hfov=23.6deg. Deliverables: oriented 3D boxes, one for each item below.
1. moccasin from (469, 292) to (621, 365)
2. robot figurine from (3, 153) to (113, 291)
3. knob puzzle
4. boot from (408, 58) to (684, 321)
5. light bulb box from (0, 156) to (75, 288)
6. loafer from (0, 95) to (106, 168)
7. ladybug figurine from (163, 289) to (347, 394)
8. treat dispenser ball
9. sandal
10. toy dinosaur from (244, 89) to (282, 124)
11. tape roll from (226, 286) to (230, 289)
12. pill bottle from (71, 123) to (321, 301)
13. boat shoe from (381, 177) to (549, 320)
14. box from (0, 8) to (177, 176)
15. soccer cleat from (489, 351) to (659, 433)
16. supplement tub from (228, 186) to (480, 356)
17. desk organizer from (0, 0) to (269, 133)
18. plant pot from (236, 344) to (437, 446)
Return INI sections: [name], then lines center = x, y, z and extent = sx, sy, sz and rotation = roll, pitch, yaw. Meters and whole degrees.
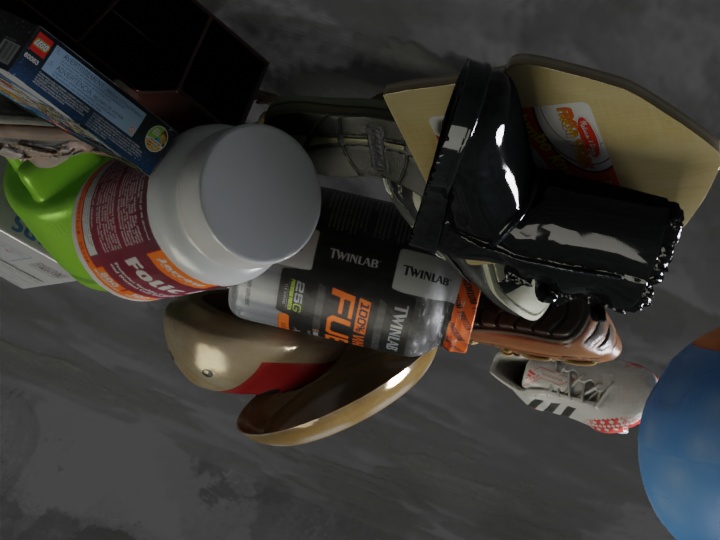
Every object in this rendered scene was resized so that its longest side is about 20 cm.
[moccasin]
center = 0.138, 0.040, 1.476
extent = 0.201, 0.074, 0.078
rotation = 6, 154, 44
[robot figurine]
center = -0.235, -0.060, 1.510
extent = 0.175, 0.116, 0.200
rotation = 46, 172, 40
[knob puzzle]
center = 0.137, -0.075, 1.119
extent = 0.219, 0.030, 0.220
rotation = 11, 144, 8
[boot]
center = 0.122, -0.046, 1.077
extent = 0.162, 0.073, 0.198
rotation = 17, 151, 2
[light bulb box]
center = -0.351, -0.083, 1.671
extent = 0.198, 0.125, 0.200
rotation = 31, 162, -25
[loafer]
center = -0.233, -0.105, 1.365
extent = 0.072, 0.063, 0.200
rotation = 25, -157, 39
[ladybug figurine]
center = -0.090, 0.064, 1.501
extent = 0.136, 0.072, 0.200
rotation = 23, -165, 38
[treat dispenser ball]
center = 0.311, 0.134, 1.298
extent = 0.201, 0.201, 0.201
rotation = 22, 165, 6
[sandal]
center = 0.033, -0.097, 1.195
extent = 0.201, 0.057, 0.080
rotation = 14, 137, 11
[toy dinosaur]
center = -0.044, -0.106, 1.316
extent = 0.101, 0.058, 0.200
rotation = 13, 177, -21
[tape roll]
center = -0.067, -0.017, 1.585
extent = 0.202, 0.071, 0.202
rotation = 21, 164, 6
[pill bottle]
center = -0.118, -0.041, 1.231
extent = 0.114, 0.114, 0.200
rotation = 31, 159, -25
[boat shoe]
center = 0.088, -0.031, 1.325
extent = 0.068, 0.072, 0.200
rotation = 17, 161, 47
[box]
center = -0.233, -0.140, 1.193
extent = 0.200, 0.038, 0.137
rotation = 28, 173, 46
[soccer cleat]
center = 0.201, 0.108, 1.625
extent = 0.085, 0.069, 0.200
rotation = 27, 170, -29
[supplement tub]
center = 0.000, 0.000, 1.416
extent = 0.200, 0.123, 0.123
rotation = 12, 164, 3
[desk organizer]
center = -0.161, -0.169, 1.209
extent = 0.077, 0.072, 0.200
rotation = 5, 157, 43
[plant pot]
center = -0.016, 0.102, 1.524
extent = 0.200, 0.200, 0.028
rotation = -4, 115, 59
